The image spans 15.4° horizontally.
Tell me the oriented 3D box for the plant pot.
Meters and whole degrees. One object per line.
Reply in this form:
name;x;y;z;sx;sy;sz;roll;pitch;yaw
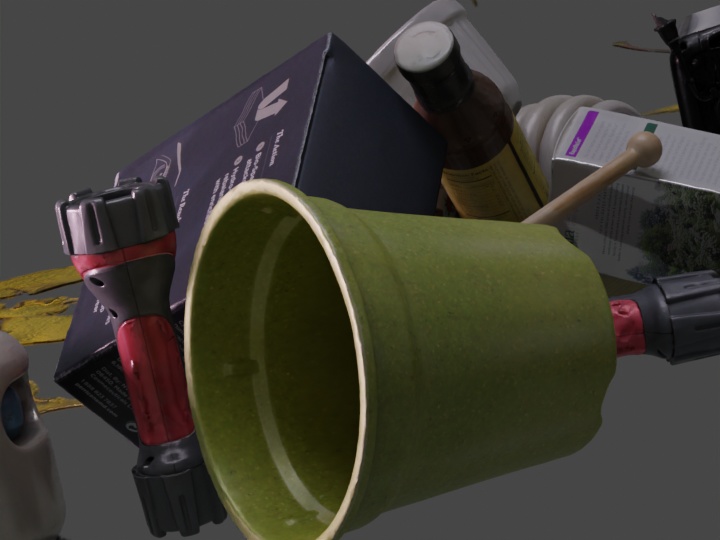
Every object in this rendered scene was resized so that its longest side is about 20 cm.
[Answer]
plant pot;0.030;0.046;1.445;0.183;0.202;0.200;-5;4;-30

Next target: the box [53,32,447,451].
box;-0.064;-0.007;1.637;0.200;0.117;0.197;-30;31;33

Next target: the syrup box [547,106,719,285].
syrup box;0.219;-0.036;1.688;0.199;0.079;0.082;13;33;14

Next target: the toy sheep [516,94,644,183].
toy sheep;0.161;-0.067;2.002;0.199;0.139;0.138;-6;11;36

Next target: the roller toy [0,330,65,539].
roller toy;-0.273;0.110;1.554;0.182;0.141;0.199;-20;11;-39

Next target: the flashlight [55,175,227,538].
flashlight;-0.118;0.050;1.508;0.068;0.201;0.068;-4;12;44

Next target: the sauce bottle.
sauce bottle;0.072;-0.087;1.723;0.064;0.200;0.065;-11;53;15

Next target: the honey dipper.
honey dipper;0.111;-0.030;1.600;0.200;0.038;0.038;-33;19;-32

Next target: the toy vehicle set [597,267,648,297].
toy vehicle set;0.077;0.015;1.766;0.124;0.027;0.199;-23;16;-38

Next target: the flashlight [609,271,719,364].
flashlight;0.124;0.043;1.613;0.199;0.068;0.068;-10;-30;-2

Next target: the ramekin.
ramekin;0.032;-0.094;1.932;0.202;0.094;0.202;-48;-4;-5

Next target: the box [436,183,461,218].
box;0.076;-0.039;1.856;0.041;0.039;0.200;7;-3;29

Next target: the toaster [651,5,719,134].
toaster;0.319;-0.117;1.931;0.180;0.201;0.119;-12;13;10
